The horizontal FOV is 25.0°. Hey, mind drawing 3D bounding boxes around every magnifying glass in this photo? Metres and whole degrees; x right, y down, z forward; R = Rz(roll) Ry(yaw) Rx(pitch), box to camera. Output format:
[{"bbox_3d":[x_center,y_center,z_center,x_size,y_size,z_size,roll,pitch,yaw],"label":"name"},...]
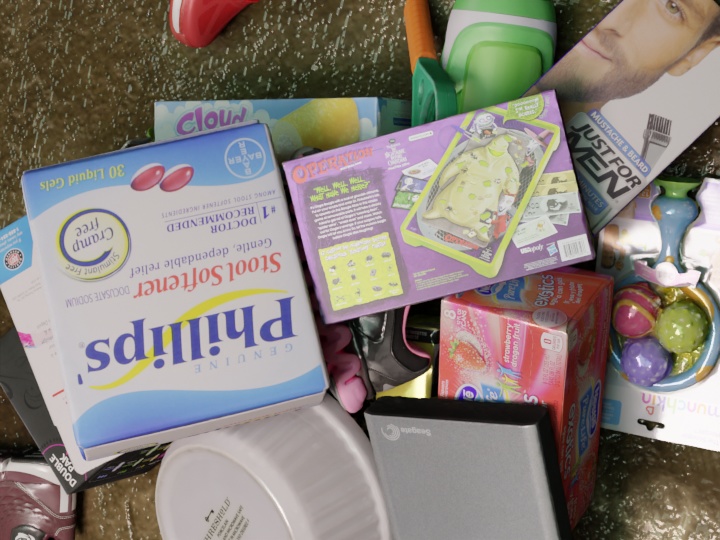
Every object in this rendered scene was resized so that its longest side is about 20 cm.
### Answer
[{"bbox_3d":[0.049,-0.139,1.226,0.022,0.201,0.080,6,135,-9],"label":"magnifying glass"}]

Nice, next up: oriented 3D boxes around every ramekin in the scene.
[{"bbox_3d":[-0.072,0.190,1.260,0.201,0.094,0.204,19,120,36],"label":"ramekin"}]

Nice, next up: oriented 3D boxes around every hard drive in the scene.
[{"bbox_3d":[0.087,0.187,1.188,0.138,0.033,0.202,1,116,31],"label":"hard drive"}]

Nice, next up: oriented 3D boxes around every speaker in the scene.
[{"bbox_3d":[0.098,-0.108,1.240,0.088,0.088,0.202,11,98,25],"label":"speaker"}]

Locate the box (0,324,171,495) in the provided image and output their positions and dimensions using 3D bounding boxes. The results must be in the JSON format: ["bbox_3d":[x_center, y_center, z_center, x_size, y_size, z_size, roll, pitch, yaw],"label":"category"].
[{"bbox_3d":[-0.185,0.067,1.367,0.200,0.124,0.149,-39,76,23],"label":"box"}]

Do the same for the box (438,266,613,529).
[{"bbox_3d":[0.118,0.099,1.204,0.102,0.095,0.202,14,121,24],"label":"box"}]

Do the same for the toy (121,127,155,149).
[{"bbox_3d":[-0.225,-0.039,1.379,0.200,0.115,0.047,-44,84,21],"label":"toy"}]

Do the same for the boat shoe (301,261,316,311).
[{"bbox_3d":[-0.079,0.015,1.297,0.072,0.066,0.200,-34,113,33],"label":"boat shoe"}]

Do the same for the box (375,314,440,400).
[{"bbox_3d":[0.044,0.139,1.289,0.050,0.075,0.202,8,96,24],"label":"box"}]

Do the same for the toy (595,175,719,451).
[{"bbox_3d":[0.221,0.029,1.210,0.114,0.047,0.202,10,97,27],"label":"toy"}]

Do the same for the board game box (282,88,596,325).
[{"bbox_3d":[0.054,-0.043,1.133,0.198,0.032,0.121,-14,95,12],"label":"board game box"}]

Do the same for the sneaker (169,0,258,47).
[{"bbox_3d":[-0.070,-0.250,1.316,0.115,0.078,0.201,37,109,20],"label":"sneaker"}]

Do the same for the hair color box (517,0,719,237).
[{"bbox_3d":[0.183,-0.114,1.165,0.200,0.065,0.109,-43,85,-3],"label":"hair color box"}]

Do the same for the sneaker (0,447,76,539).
[{"bbox_3d":[-0.343,0.221,1.484,0.198,0.076,0.117,0,96,25],"label":"sneaker"}]

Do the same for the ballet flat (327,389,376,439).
[{"bbox_3d":[-0.057,0.144,1.353,0.199,0.046,0.068,-26,83,25],"label":"ballet flat"}]

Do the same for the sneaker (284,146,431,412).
[{"bbox_3d":[0.000,0.000,1.214,0.094,0.079,0.202,-16,101,-4],"label":"sneaker"}]

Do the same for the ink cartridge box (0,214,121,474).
[{"bbox_3d":[-0.199,0.043,1.266,0.115,0.068,0.202,-27,81,23],"label":"ink cartridge box"}]

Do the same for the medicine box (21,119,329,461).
[{"bbox_3d":[-0.133,0.017,1.168,0.180,0.103,0.202,-13,79,-9],"label":"medicine box"}]

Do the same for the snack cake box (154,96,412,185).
[{"bbox_3d":[-0.052,-0.101,1.296,0.198,0.115,0.068,1,94,25],"label":"snack cake box"}]
